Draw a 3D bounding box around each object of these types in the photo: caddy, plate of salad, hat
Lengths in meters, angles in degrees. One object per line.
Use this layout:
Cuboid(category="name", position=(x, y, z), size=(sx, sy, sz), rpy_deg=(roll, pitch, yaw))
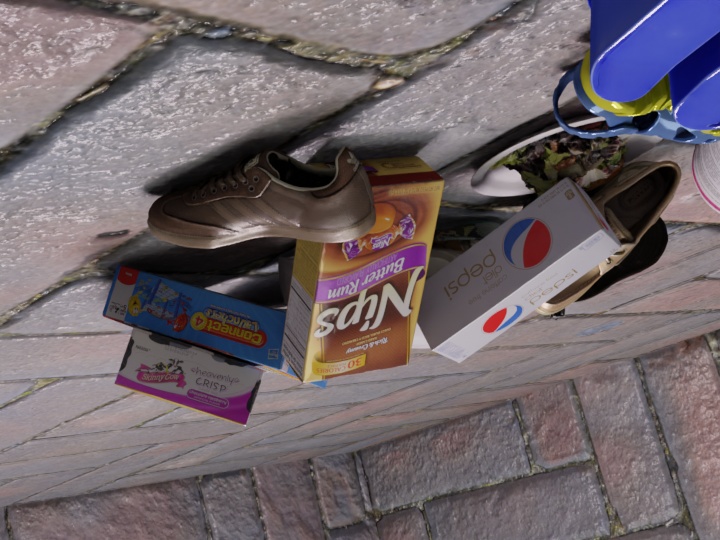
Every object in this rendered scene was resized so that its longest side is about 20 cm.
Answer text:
Cuboid(category="caddy", position=(0.228, -0.176, 0.724), size=(0.141, 0.106, 0.200), rpy_deg=(15, 157, -17))
Cuboid(category="plate of salad", position=(0.205, -0.102, 1.115), size=(0.199, 0.048, 0.200), rpy_deg=(-13, 167, -3))
Cuboid(category="hat", position=(0.225, -0.054, 1.233), size=(0.199, 0.201, 0.081), rpy_deg=(-11, 122, 7))

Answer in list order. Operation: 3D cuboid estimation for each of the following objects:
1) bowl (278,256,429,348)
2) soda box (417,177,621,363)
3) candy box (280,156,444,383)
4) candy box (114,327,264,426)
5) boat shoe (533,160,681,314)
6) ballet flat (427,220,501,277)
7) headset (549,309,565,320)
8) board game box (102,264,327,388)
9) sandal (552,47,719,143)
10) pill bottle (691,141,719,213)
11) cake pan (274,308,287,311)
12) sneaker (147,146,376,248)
Cuboid(category="bowl", position=(0.026, 0.038, 1.266), size=(0.199, 0.075, 0.199), rpy_deg=(10, -177, 37))
Cuboid(category="soda box", position=(0.144, 0.002, 1.102), size=(0.200, 0.068, 0.064), rpy_deg=(-37, 150, 16))
Cuboid(category="candy box", position=(0.000, 0.000, 1.050), size=(0.116, 0.056, 0.201), rpy_deg=(-8, 125, -27))
Cuboid(category="candy box", position=(-0.177, 0.111, 1.196), size=(0.136, 0.061, 0.200), rpy_deg=(19, 172, -6))
Cuboid(category="boat shoe", position=(0.237, -0.039, 1.138), size=(0.200, 0.071, 0.065), rpy_deg=(-47, -174, -10))
Cuboid(category="ballet flat", position=(0.099, -0.015, 1.288), size=(0.199, 0.071, 0.069), rpy_deg=(-2, 124, -36))
Cuboid(category="headset", position=(0.188, 0.028, 1.525), size=(0.123, 0.095, 0.199), rpy_deg=(-3, 174, -41))
Cuboid(category="board game box", position=(-0.140, 0.062, 1.212), size=(0.195, 0.056, 0.200), rpy_deg=(16, 173, 14))
Cuboid(category="sandal", position=(0.232, -0.141, 0.941), size=(0.199, 0.080, 0.087), rpy_deg=(6, 161, -35))
Cuboid(category="pill bottle", position=(0.379, -0.123, 1.063), size=(0.113, 0.114, 0.200), rpy_deg=(-15, 166, 3))
Cuboid(category="cake pan", position=(-0.073, 0.065, 1.417), size=(0.199, 0.037, 0.200), rpy_deg=(0, 178, 0))
Cuboid(category="sneaker", position=(-0.086, -0.068, 0.943), size=(0.199, 0.076, 0.071), rpy_deg=(-1, -147, 15))
